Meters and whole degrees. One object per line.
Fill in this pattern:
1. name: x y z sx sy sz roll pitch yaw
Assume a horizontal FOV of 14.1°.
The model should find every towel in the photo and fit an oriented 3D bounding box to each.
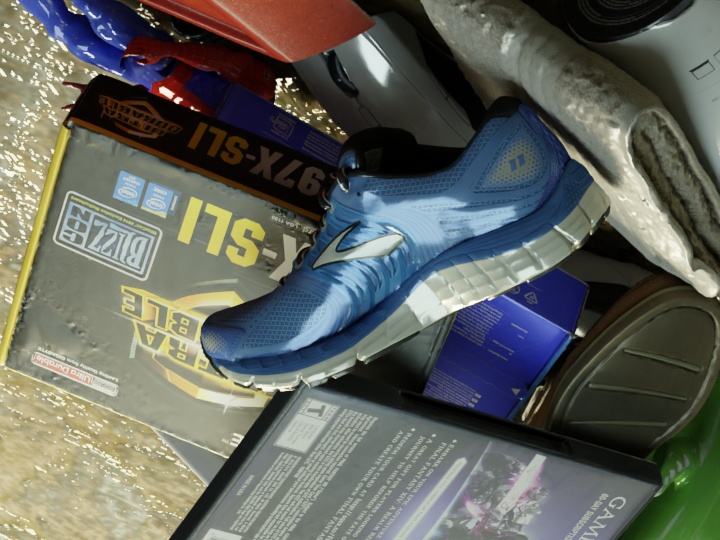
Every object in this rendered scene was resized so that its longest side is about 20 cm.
1. towel: 0.100 -0.058 1.285 0.132 0.034 0.200 37 174 30

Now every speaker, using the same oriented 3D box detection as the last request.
1. speaker: 0.175 -0.071 1.269 0.081 0.081 0.200 -11 139 39

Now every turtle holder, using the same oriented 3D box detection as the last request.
1. turtle holder: 0.188 0.111 1.527 0.132 0.186 0.141 30 180 -18

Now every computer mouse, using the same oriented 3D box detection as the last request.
1. computer mouse: 0.005 -0.089 1.367 0.200 0.044 0.110 35 144 -27

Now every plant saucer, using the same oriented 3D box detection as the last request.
1. plant saucer: -0.111 -0.147 1.218 0.199 0.037 0.200 24 177 20

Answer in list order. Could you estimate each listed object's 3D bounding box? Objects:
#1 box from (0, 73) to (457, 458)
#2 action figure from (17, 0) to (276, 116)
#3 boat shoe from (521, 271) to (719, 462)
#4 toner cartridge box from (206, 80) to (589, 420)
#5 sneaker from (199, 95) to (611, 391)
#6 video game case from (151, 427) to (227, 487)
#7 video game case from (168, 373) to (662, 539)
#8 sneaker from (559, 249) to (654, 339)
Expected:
1. box: -0.059 0.013 1.375 0.200 0.049 0.160 22 127 1
2. action figure: -0.110 -0.104 1.404 0.200 0.052 0.065 28 145 -21
3. boat shoe: 0.113 0.062 1.419 0.072 0.068 0.200 13 132 -20
4. toner cartridge box: 0.000 0.000 1.404 0.200 0.043 0.095 30 130 -5
5. sneaker: 0.009 -0.016 1.269 0.200 0.079 0.089 -29 96 25
6. video game case: -0.036 0.111 1.581 0.182 0.022 0.200 25 -169 -42
7. video game case: 0.025 0.119 1.395 0.200 0.019 0.143 17 129 -26
8. sneaker: 0.069 0.055 1.496 0.200 0.114 0.076 -2 145 30
